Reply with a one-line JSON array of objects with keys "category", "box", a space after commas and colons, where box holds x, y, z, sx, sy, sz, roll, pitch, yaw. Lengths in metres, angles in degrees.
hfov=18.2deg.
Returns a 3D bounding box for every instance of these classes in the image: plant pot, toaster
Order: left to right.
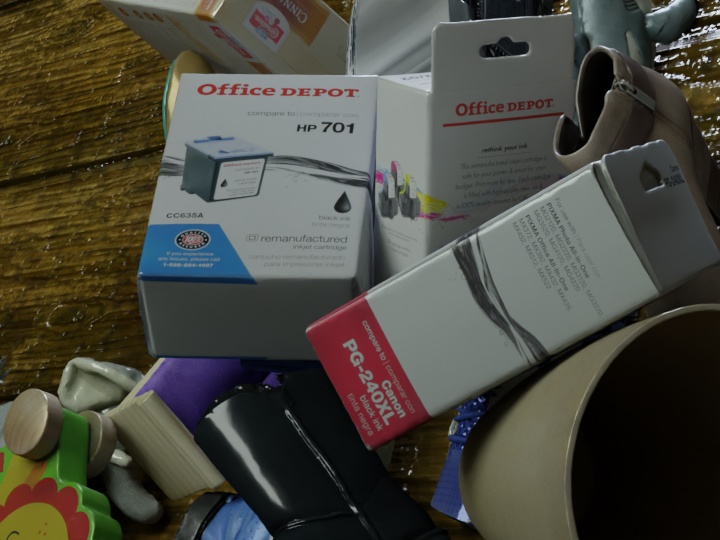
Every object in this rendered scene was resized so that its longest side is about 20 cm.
[{"category": "toaster", "box": [0.066, -0.162, 1.654, 0.129, 0.113, 0.201, -31, 41, 34]}, {"category": "plant pot", "box": [0.144, 0.117, 1.264, 0.188, 0.187, 0.200, -62, 21, -16]}]

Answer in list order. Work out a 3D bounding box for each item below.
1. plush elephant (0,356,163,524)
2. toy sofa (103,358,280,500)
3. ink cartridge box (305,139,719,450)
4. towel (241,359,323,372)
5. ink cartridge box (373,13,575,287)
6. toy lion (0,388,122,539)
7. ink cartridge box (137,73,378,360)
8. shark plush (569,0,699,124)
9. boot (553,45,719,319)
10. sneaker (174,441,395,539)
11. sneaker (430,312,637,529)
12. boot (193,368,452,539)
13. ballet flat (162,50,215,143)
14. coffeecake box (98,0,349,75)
[{"category": "plush elephant", "box": [-0.212, 0.140, 1.679, 0.154, 0.165, 0.201, -10, 77, 2]}, {"category": "toy sofa", "box": [-0.081, 0.061, 1.576, 0.097, 0.083, 0.200, -25, 20, 47]}, {"category": "ink cartridge box", "box": [0.091, 0.012, 1.280, 0.200, 0.084, 0.145, -29, -4, 24]}, {"category": "towel", "box": [0.000, 0.000, 1.560, 0.146, 0.024, 0.200, 5, 46, 4]}, {"category": "ink cartridge box", "box": [0.074, -0.069, 1.462, 0.068, 0.115, 0.201, 24, 117, 56]}, {"category": "toy lion", "box": [-0.236, 0.190, 1.500, 0.200, 0.069, 0.192, -25, 53, 35]}, {"category": "ink cartridge box", "box": [-0.062, -0.038, 1.511, 0.146, 0.086, 0.201, 0, 47, 6]}, {"category": "shark plush", "box": [0.152, -0.138, 1.550, 0.091, 0.083, 0.201, 1, 59, 50]}, {"category": "boot", "box": [0.172, -0.035, 1.373, 0.070, 0.146, 0.201, -24, 43, 33]}, {"category": "sneaker", "box": [-0.061, 0.157, 1.532, 0.111, 0.077, 0.201, 21, 82, 46]}, {"category": "sneaker", "box": [0.084, 0.058, 1.419, 0.080, 0.115, 0.200, 10, 67, 54]}, {"category": "boot", "box": [-0.058, 0.160, 1.399, 0.200, 0.077, 0.168, -27, 64, -30]}, {"category": "ballet flat", "box": [-0.121, -0.079, 1.806, 0.063, 0.069, 0.201, -3, 83, 37]}, {"category": "coffeecake box", "box": [-0.101, -0.199, 1.844, 0.200, 0.153, 0.073, 18, 72, 54]}]
